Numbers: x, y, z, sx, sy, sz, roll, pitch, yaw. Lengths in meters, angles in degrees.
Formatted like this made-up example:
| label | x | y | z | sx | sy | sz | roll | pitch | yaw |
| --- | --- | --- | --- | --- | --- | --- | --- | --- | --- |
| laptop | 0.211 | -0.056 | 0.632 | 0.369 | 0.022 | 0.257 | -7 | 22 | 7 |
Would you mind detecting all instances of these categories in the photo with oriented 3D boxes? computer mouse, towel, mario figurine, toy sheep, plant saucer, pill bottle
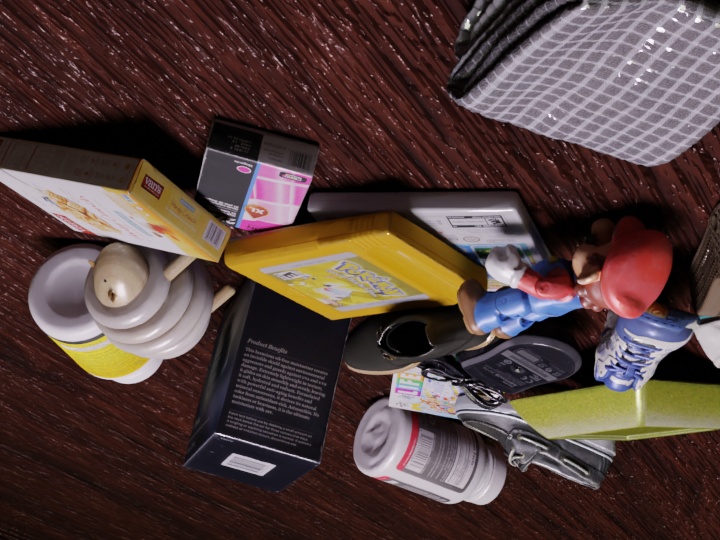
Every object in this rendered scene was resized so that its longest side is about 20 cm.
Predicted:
| label | x | y | z | sx | sy | sz | roll | pitch | yaw |
| --- | --- | --- | --- | --- | --- | --- | --- | --- | --- |
| computer mouse | 0.159 | 0.087 | 1.471 | 0.138 | 0.053 | 0.200 | 34 | 147 | -26 |
| towel | 0.165 | -0.144 | 0.861 | 0.165 | 0.086 | 0.200 | 16 | 158 | -15 |
| mario figurine | 0.186 | -0.004 | 1.213 | 0.200 | 0.123 | 0.106 | -20 | 105 | 39 |
| toy sheep | -0.210 | 0.028 | 1.401 | 0.138 | 0.138 | 0.200 | 0 | 153 | 26 |
| plant saucer | 0.304 | 0.160 | 1.522 | 0.200 | 0.048 | 0.200 | 7 | 166 | -38 |
| pill bottle | 0.099 | 0.251 | 1.837 | 0.200 | 0.111 | 0.111 | 25 | 155 | -30 |
| pill bottle | -0.291 | 0.058 | 1.547 | 0.112 | 0.113 | 0.200 | 6 | 157 | 13 |

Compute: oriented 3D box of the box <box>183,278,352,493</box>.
| label | x | y | z | sx | sy | sz | roll | pitch | yaw |
| --- | --- | --- | --- | --- | --- | --- | --- | --- | --- |
| box | -0.102 | 0.121 | 1.493 | 0.123 | 0.199 | 0.200 | 18 | 157 | -11 |

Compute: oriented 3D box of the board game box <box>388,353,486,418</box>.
| label | x | y | z | sx | sy | sz | roll | pitch | yaw |
| --- | --- | --- | --- | --- | --- | --- | --- | --- | --- |
| board game box | 0.106 | 0.133 | 1.644 | 0.134 | 0.034 | 0.200 | 10 | 158 | 3 |

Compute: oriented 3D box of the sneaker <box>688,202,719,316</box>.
| label | x | y | z | sx | sy | sz | roll | pitch | yaw |
| --- | --- | --- | --- | --- | --- | --- | --- | --- | --- |
| sneaker | 0.334 | -0.015 | 1.147 | 0.075 | 0.071 | 0.200 | -6 | 163 | -2 |

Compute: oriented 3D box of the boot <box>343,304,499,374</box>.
| label | x | y | z | sx | sy | sz | roll | pitch | yaw |
| --- | --- | --- | --- | --- | --- | --- | --- | --- | --- |
| boot | 0.031 | 0.069 | 1.398 | 0.200 | 0.078 | 0.138 | -22 | 174 | 35 |

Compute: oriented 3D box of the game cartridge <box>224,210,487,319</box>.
| label | x | y | z | sx | sy | sz | roll | pitch | yaw |
| --- | --- | --- | --- | --- | --- | --- | --- | --- | --- |
| game cartridge | 0.000 | 0.000 | 1.295 | 0.200 | 0.032 | 0.176 | -7 | 156 | 38 |

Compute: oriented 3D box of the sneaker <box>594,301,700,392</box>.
| label | x | y | z | sx | sy | sz | roll | pitch | yaw |
| --- | --- | --- | --- | --- | --- | --- | --- | --- | --- |
| sneaker | 0.266 | 0.075 | 1.283 | 0.075 | 0.088 | 0.200 | 21 | 174 | 7 |

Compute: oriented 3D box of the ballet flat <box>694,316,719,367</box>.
| label | x | y | z | sx | sy | sz | roll | pitch | yaw |
| --- | --- | --- | --- | --- | --- | --- | --- | --- | --- |
| ballet flat | 0.391 | 0.052 | 1.249 | 0.069 | 0.070 | 0.200 | 21 | 158 | -24 |

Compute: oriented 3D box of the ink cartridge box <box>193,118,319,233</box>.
| label | x | y | z | sx | sy | sz | roll | pitch | yaw |
| --- | --- | --- | --- | --- | --- | --- | --- | --- | --- |
| ink cartridge box | -0.102 | -0.073 | 1.240 | 0.095 | 0.037 | 0.200 | 14 | 160 | -7 |

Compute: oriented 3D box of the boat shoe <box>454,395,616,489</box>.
| label | x | y | z | sx | sy | sz | roll | pitch | yaw |
| --- | --- | --- | --- | --- | --- | --- | --- | --- | --- |
| boat shoe | 0.203 | 0.205 | 1.615 | 0.200 | 0.071 | 0.072 | 17 | 161 | 8 |

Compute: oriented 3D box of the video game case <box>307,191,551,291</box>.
| label | x | y | z | sx | sy | sz | roll | pitch | yaw |
| --- | --- | --- | --- | --- | --- | --- | --- | --- | --- |
| video game case | 0.074 | -0.026 | 1.283 | 0.200 | 0.024 | 0.182 | 1 | 156 | 23 |

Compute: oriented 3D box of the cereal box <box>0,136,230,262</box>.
| label | x | y | z | sx | sy | sz | roll | pitch | yaw |
| --- | --- | --- | --- | --- | --- | --- | --- | --- | --- |
| cereal box | -0.237 | -0.067 | 1.261 | 0.200 | 0.040 | 0.144 | 11 | 162 | 36 |
